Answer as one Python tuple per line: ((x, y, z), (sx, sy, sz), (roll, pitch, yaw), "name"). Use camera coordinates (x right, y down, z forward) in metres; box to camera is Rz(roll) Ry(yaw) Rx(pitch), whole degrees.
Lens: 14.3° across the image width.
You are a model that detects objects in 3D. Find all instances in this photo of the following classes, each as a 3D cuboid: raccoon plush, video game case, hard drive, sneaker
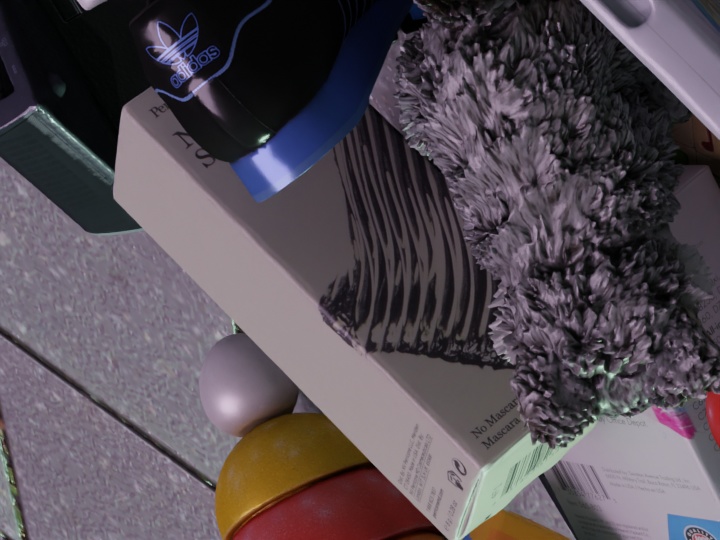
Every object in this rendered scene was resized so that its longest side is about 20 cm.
((0.047, -0.029, 0.935), (0.097, 0.134, 0.200), (-27, 143, 27), "raccoon plush")
((0.065, -0.119, 0.911), (0.182, 0.022, 0.200), (45, -167, -1), "video game case")
((-0.152, -0.114, 1.248), (0.135, 0.042, 0.200), (44, -161, -57), "hard drive")
((-0.031, -0.098, 1.007), (0.070, 0.200, 0.078), (-36, 106, 18), "sneaker")

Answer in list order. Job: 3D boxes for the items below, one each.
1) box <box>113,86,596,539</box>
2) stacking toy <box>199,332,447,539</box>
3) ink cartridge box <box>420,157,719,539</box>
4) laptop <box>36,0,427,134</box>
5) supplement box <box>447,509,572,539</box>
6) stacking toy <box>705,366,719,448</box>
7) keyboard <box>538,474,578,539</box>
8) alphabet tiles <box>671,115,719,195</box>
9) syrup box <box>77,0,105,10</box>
((0.000, 0.000, 1.086), (0.200, 0.082, 0.068), (44, 154, 16), "box")
((-0.022, 0.120, 1.397), (0.200, 0.146, 0.146), (65, 155, 18), "stacking toy")
((0.103, 0.024, 1.116), (0.115, 0.068, 0.200), (4, 128, 56), "ink cartridge box")
((-0.056, -0.146, 1.132), (0.177, 0.200, 0.103), (59, -165, -9), "laptop")
((0.122, 0.167, 1.166), (0.200, 0.067, 0.069), (25, 167, -6), "supplement box")
((0.172, 0.082, 1.016), (0.085, 0.085, 0.200), (26, 160, 39), "stacking toy")
((0.078, 0.063, 1.239), (0.200, 0.040, 0.104), (58, 152, -10), "keyboard")
((0.088, -0.091, 1.089), (0.166, 0.006, 0.200), (28, 143, 38), "alphabet tiles")
((-0.053, -0.192, 1.044), (0.081, 0.079, 0.200), (50, 131, 1), "syrup box")
